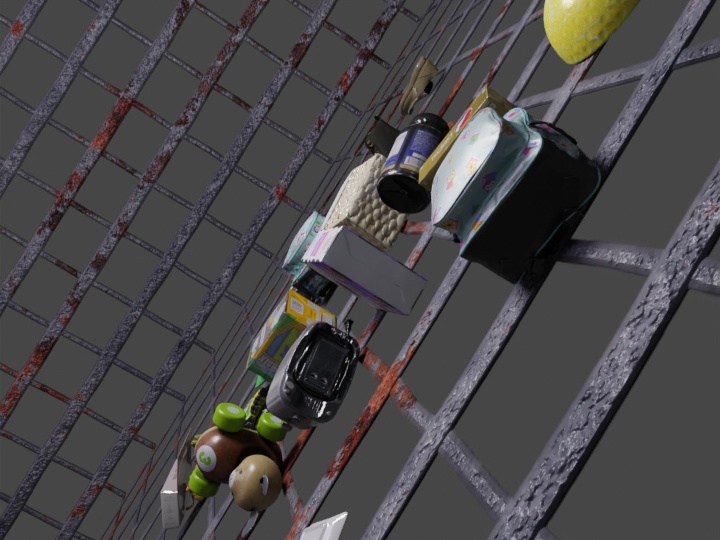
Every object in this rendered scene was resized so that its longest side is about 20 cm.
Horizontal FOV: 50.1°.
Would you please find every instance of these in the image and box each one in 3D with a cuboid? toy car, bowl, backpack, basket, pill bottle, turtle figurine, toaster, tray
[{"bbox_3d":[-0.196,0.351,1.302,0.164,0.158,0.200,-68,22,13],"label":"toy car"},{"bbox_3d":[0.336,-0.424,1.156,0.200,0.108,0.200,-54,13,19],"label":"bowl"},{"bbox_3d":[-0.083,-0.053,1.842,0.200,0.151,0.178,-42,19,39],"label":"backpack"},{"bbox_3d":[0.023,-0.124,1.607,0.123,0.136,0.200,-32,28,56],"label":"basket"},{"bbox_3d":[0.112,-0.218,1.526,0.112,0.112,0.200,-43,19,52],"label":"pill bottle"},{"bbox_3d":[-0.383,0.483,1.855,0.200,0.064,0.161,110,160,-58],"label":"turtle figurine"},{"bbox_3d":[0.173,-0.103,0.919,0.176,0.153,0.200,-59,4,24],"label":"backpack"},{"bbox_3d":[-0.083,0.178,1.323,0.129,0.114,0.200,-44,20,56],"label":"toaster"},{"bbox_3d":[-0.078,0.400,0.968,0.107,0.022,0.200,-41,21,52],"label":"tray"}]

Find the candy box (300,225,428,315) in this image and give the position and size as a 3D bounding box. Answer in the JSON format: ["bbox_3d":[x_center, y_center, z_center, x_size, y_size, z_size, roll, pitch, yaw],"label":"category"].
[{"bbox_3d":[0.000,0.000,1.297,0.072,0.168,0.200,-59,12,-6],"label":"candy box"}]

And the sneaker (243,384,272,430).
[{"bbox_3d":[-0.233,0.335,1.659,0.200,0.078,0.085,-52,4,-13],"label":"sneaker"}]

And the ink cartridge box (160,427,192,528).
[{"bbox_3d":[-0.444,0.499,1.872,0.200,0.045,0.176,-114,23,-82],"label":"ink cartridge box"}]

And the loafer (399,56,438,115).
[{"bbox_3d":[0.162,-0.504,2.157,0.200,0.067,0.076,112,-175,-55],"label":"loafer"}]

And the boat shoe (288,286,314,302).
[{"bbox_3d":[-0.165,0.106,1.940,0.201,0.072,0.061,-60,14,29],"label":"boat shoe"}]

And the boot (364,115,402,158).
[{"bbox_3d":[0.046,-0.245,1.793,0.200,0.138,0.077,-62,13,-14],"label":"boot"}]

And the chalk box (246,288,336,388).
[{"bbox_3d":[-0.154,0.166,1.615,0.200,0.124,0.124,-55,13,19],"label":"chalk box"}]

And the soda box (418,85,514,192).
[{"bbox_3d":[0.185,-0.221,1.356,0.200,0.064,0.068,-52,14,29],"label":"soda box"}]
